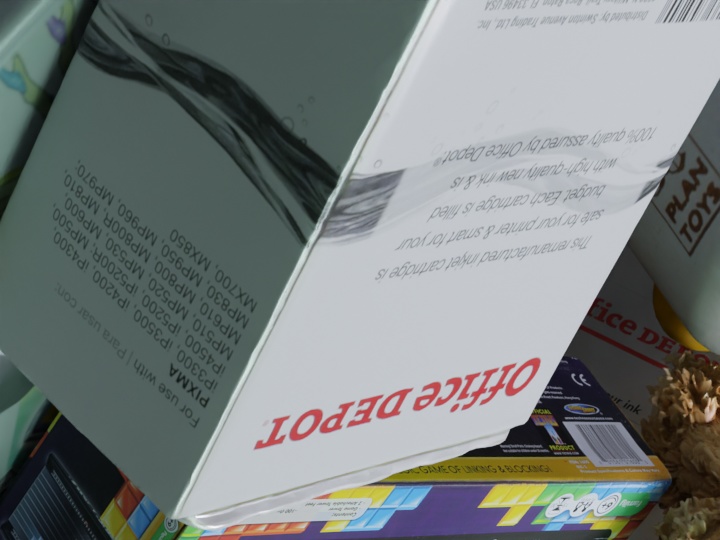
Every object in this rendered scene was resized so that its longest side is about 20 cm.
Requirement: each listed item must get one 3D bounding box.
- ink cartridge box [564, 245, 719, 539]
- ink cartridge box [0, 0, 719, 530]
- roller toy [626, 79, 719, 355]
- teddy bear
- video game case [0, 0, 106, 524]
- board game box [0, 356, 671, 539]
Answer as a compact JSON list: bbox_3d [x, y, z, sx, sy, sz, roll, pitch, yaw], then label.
[{"bbox_3d":[0.084,0.071,0.965,0.200,0.116,0.068,-55,150,-14],"label":"ink cartridge box"},{"bbox_3d":[0.015,-0.054,0.605,0.146,0.083,0.201,-11,135,-54],"label":"ink cartridge box"},{"bbox_3d":[0.154,-0.062,0.832,0.200,0.140,0.182,-36,157,10],"label":"roller toy"},{"bbox_3d":[0.129,0.114,0.825,0.066,0.200,0.146,-13,114,10],"label":"teddy bear"},{"bbox_3d":[-0.056,-0.027,0.651,0.200,0.022,0.182,-46,155,-5],"label":"video game case"},{"bbox_3d":[-0.028,0.097,0.754,0.199,0.057,0.166,5,130,-49],"label":"board game box"}]
